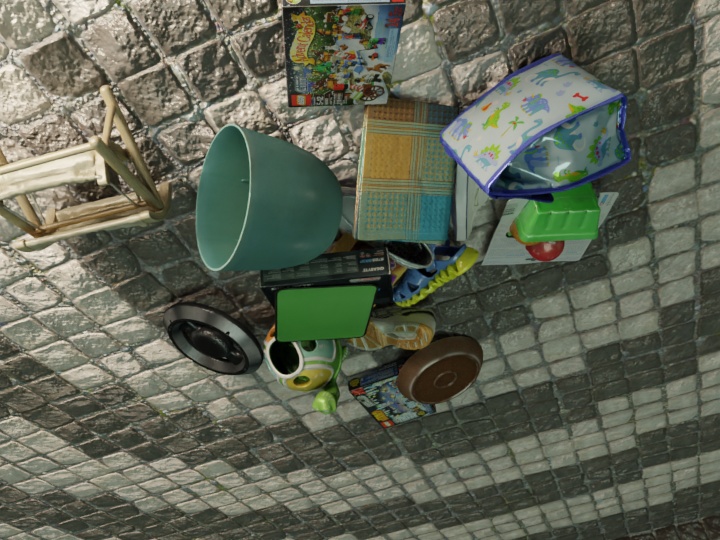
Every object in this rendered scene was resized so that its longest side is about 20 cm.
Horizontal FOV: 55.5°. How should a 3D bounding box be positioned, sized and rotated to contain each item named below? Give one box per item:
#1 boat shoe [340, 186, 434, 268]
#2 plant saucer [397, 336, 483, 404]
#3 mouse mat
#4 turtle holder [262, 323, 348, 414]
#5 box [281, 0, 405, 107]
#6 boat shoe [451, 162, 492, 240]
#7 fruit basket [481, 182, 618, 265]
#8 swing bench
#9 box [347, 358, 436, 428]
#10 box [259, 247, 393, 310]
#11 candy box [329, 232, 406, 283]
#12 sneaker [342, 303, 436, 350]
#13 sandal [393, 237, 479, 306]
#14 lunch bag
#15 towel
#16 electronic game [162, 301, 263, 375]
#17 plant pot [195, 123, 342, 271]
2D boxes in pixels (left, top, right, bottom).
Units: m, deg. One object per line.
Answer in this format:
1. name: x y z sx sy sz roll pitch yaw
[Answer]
1. boat shoe: 0.037 -0.066 1.064 0.201 0.071 0.070 33 83 -25
2. plant saucer: 0.176 0.222 1.455 0.200 0.035 0.201 -13 134 -14
3. mouse mat: -0.060 0.072 1.112 0.160 0.008 0.200 -3 150 -9
4. turtle holder: -0.109 0.170 1.260 0.141 0.186 0.132 -5 179 20
5. box: -0.025 -0.271 0.836 0.136 0.038 0.200 -4 162 -5
6. boat shoe: 0.178 -0.127 1.069 0.070 0.071 0.200 -5 132 0
7. fruit basket: 0.313 -0.071 1.157 0.185 0.094 0.200 -3 154 -5
8. swing bench: -0.394 -0.117 0.938 0.198 0.130 0.200 -13 139 5
9. box: 0.073 0.280 1.533 0.137 0.040 0.200 -21 137 15
10. box: -0.049 0.020 1.092 0.199 0.046 0.159 -6 161 1
11. candy box: 0.000 0.000 1.191 0.116 0.057 0.200 16 135 -25
12. sneaker: 0.048 0.102 1.305 0.199 0.088 0.076 5 121 19
13. sandal: 0.115 -0.007 1.202 0.087 0.079 0.200 48 130 -3
14. lunch bag: 0.223 -0.177 0.903 0.200 0.170 0.128 -23 126 -3
15. towel: 0.066 -0.139 0.971 0.146 0.022 0.201 3 94 -18
16. electronic game: -0.272 0.128 1.261 0.199 0.042 0.200 15 140 12
17. plant pot: -0.123 -0.091 0.969 0.161 0.201 0.201 6 138 -32
